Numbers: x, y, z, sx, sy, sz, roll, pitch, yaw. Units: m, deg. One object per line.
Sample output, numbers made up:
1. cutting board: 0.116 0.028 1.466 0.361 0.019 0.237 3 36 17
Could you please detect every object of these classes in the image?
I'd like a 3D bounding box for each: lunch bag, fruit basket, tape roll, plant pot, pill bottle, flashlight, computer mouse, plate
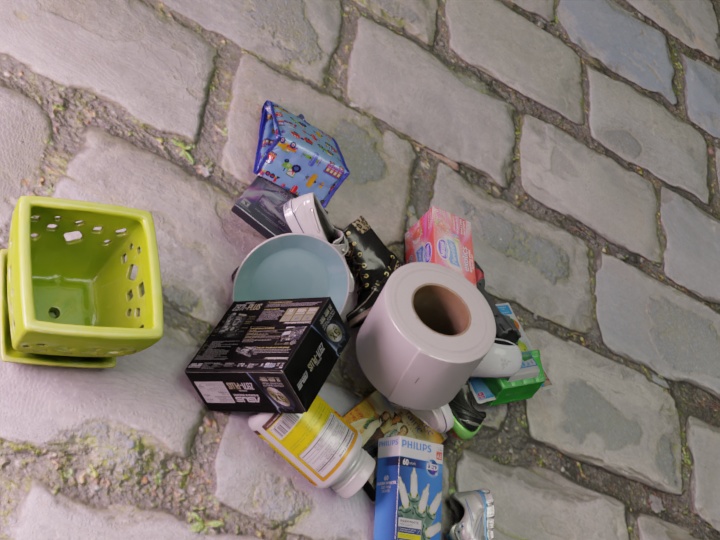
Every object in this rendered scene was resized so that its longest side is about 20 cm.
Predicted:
1. lunch bag: -0.109 -0.231 1.894 0.149 0.094 0.202 26 32 -23
2. fruit basket: 0.254 0.147 1.959 0.182 0.094 0.203 -5 60 -30
3. tape roll: 0.107 0.107 1.722 0.199 0.140 0.205 15 45 -16
4. plant pot: -0.405 0.032 1.468 0.197 0.181 0.203 7 62 -34
5. pill bottle: -0.072 0.263 1.638 0.200 0.109 0.110 43 48 -10
6. flashlight: 0.235 0.065 1.958 0.067 0.069 0.201 -13 46 -20
7. computer mouse: 0.190 0.149 1.857 0.196 0.044 0.112 6 96 6
8. plate: -0.115 0.027 1.709 0.198 0.202 0.026 21 18 -26

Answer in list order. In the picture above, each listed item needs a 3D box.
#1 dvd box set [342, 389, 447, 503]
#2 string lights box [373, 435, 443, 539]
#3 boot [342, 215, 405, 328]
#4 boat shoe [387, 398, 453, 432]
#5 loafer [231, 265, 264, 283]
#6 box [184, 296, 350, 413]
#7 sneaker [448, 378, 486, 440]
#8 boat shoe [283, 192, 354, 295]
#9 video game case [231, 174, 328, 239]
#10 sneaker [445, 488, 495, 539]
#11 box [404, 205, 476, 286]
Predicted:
1. dvd box set: 0.047 0.278 1.774 0.199 0.029 0.148 -32 87 -42
2. string lights box: 0.077 0.378 1.691 0.102 0.058 0.204 17 67 -37
3. boot: 0.000 0.000 1.864 0.151 0.073 0.200 50 45 -3
4. boat shoe: 0.074 0.201 1.767 0.065 0.072 0.201 -32 79 -38
5. loafer: -0.126 -0.015 1.778 0.199 0.072 0.073 -31 85 -44
6. box: -0.141 0.128 1.592 0.087 0.197 0.165 62 40 -31
7. sneaker: 0.148 0.198 1.829 0.083 0.077 0.202 -34 90 -13
8. boat shoe: -0.053 -0.040 1.739 0.201 0.064 0.074 56 23 -30
9. video game case: -0.135 -0.102 1.798 0.142 0.019 0.201 38 27 -7
10. sneaker: 0.184 0.466 1.755 0.085 0.075 0.203 8 56 -21
11. box: 0.148 -0.003 1.942 0.093 0.103 0.203 21 48 -25
